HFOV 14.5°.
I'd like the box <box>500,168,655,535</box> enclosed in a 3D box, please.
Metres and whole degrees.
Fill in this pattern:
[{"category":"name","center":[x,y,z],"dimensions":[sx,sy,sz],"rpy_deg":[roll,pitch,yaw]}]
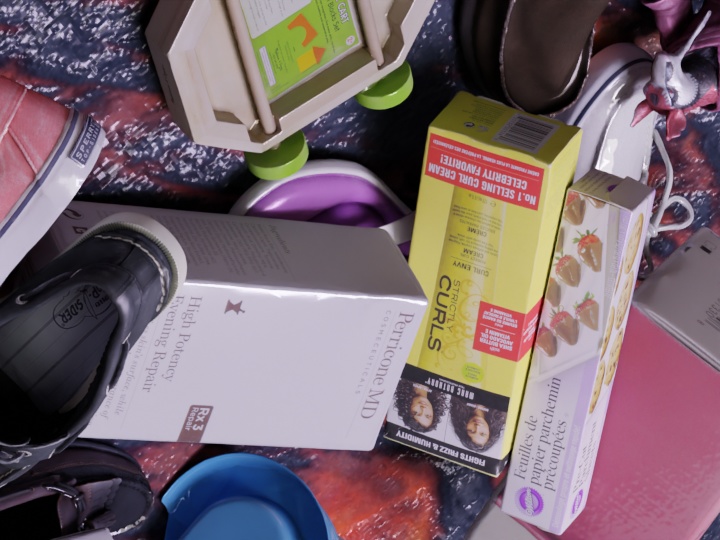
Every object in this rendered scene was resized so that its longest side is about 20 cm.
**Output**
[{"category":"box","center":[0.116,0.044,1.524],"dimensions":[0.041,0.039,0.201],"rpy_deg":[-35,141,-57]}]

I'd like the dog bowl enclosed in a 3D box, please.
[{"category":"dog bowl","center":[-0.090,0.195,1.580],"dimensions":[0.200,0.111,0.050],"rpy_deg":[-50,156,4]}]

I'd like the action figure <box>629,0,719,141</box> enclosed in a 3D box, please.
[{"category":"action figure","center":[0.216,-0.150,1.575],"dimensions":[0.200,0.134,0.149],"rpy_deg":[-47,169,-6]}]

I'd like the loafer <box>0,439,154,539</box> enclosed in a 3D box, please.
[{"category":"loafer","center":[-0.183,0.132,1.467],"dimensions":[0.199,0.063,0.072],"rpy_deg":[2,121,-44]}]

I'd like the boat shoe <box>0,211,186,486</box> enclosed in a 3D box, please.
[{"category":"boat shoe","center":[-0.160,0.055,1.332],"dimensions":[0.199,0.075,0.066],"rpy_deg":[-38,-169,27]}]

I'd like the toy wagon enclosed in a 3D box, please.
[{"category":"toy wagon","center":[-0.012,-0.139,1.405],"dimensions":[0.200,0.040,0.155],"rpy_deg":[-34,141,-17]}]

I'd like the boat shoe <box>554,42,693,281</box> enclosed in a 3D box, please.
[{"category":"boat shoe","center":[0.143,-0.026,1.612],"dimensions":[0.074,0.086,0.203],"rpy_deg":[-10,130,-37]}]

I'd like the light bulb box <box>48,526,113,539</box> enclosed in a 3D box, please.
[{"category":"light bulb box","center":[-0.174,0.274,1.452],"dimensions":[0.124,0.200,0.198],"rpy_deg":[-9,148,-37]}]

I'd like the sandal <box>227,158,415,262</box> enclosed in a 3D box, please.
[{"category":"sandal","center":[0.004,-0.006,1.528],"dimensions":[0.083,0.050,0.202],"rpy_deg":[-54,144,10]}]

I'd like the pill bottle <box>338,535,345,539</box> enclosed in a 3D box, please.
[{"category":"pill bottle","center":[-0.061,0.249,1.646],"dimensions":[0.200,0.111,0.111],"rpy_deg":[-49,142,5]}]

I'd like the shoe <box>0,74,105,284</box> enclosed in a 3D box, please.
[{"category":"shoe","center":[-0.204,-0.023,1.313],"dimensions":[0.091,0.072,0.200],"rpy_deg":[32,128,-14]}]

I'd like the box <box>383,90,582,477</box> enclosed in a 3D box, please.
[{"category":"box","center":[0.064,0.009,1.516],"dimensions":[0.050,0.075,0.201],"rpy_deg":[-48,152,-53]}]

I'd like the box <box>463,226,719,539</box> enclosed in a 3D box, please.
[{"category":"box","center":[0.168,0.096,1.617],"dimensions":[0.128,0.109,0.200],"rpy_deg":[-38,163,-56]}]

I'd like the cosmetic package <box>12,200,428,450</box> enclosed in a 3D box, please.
[{"category":"cosmetic package","center":[-0.075,0.029,1.434],"dimensions":[0.199,0.074,0.102],"rpy_deg":[4,122,-26]}]

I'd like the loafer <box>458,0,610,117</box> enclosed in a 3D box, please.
[{"category":"loafer","center":[0.099,-0.152,1.470],"dimensions":[0.073,0.071,0.201],"rpy_deg":[-26,138,-24]}]
